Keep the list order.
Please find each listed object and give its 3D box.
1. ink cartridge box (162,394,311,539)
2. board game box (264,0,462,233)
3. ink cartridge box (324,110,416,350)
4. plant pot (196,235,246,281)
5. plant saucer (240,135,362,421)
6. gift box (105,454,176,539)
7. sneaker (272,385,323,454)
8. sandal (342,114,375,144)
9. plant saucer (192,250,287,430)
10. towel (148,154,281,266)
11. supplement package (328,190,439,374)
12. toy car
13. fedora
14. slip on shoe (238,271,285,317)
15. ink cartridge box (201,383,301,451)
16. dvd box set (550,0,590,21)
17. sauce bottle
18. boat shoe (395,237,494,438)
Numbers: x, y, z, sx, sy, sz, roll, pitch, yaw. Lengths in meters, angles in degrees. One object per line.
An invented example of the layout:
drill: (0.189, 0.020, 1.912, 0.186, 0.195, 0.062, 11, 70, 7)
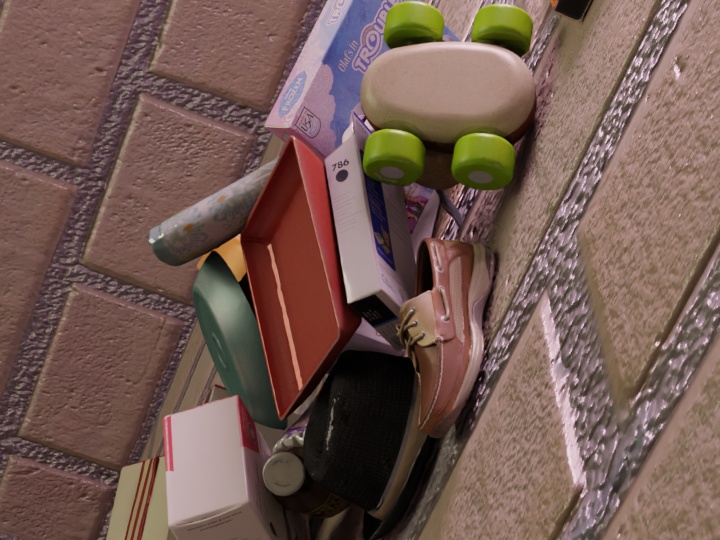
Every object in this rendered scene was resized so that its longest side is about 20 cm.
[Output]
ink cartridge box: (-0.112, 0.242, 1.678, 0.146, 0.085, 0.200, -100, -10, -49)
board game box: (0.021, -0.172, 1.734, 0.043, 0.199, 0.201, 7, 66, 48)
ink cartridge box: (0.012, -0.036, 1.566, 0.039, 0.099, 0.201, -22, 53, 19)
plant pot: (-0.055, -0.028, 1.990, 0.184, 0.200, 0.200, -58, 9, -2)
plant saucer: (-0.053, 0.009, 1.602, 0.200, 0.037, 0.200, 124, 137, -57)
gift box: (-0.159, 0.312, 1.864, 0.184, 0.199, 0.187, -26, 48, 59)
sneaker: (-0.022, 0.149, 1.775, 0.200, 0.080, 0.089, -49, 16, 53)
sandal: (0.008, -0.115, 1.661, 0.203, 0.050, 0.083, -54, -42, -31)
plant saucer: (-0.131, 0.078, 1.812, 0.200, 0.036, 0.201, 158, 90, -77)
towel: (-0.116, -0.071, 1.781, 0.171, 0.048, 0.200, -32, 1, 12)
supplement package: (0.000, 0.000, 1.819, 0.114, 0.109, 0.201, 126, 161, -59)
toy car: (0.089, -0.125, 1.616, 0.200, 0.157, 0.165, 69, -152, -63)
fedora: (0.006, 0.137, 1.564, 0.201, 0.091, 0.201, -160, 90, -80)
slip on shoe: (-0.094, 0.026, 1.785, 0.200, 0.061, 0.074, 158, 132, -76)
ink cartridge box: (-0.144, 0.244, 2.031, 0.083, 0.146, 0.200, -80, 14, -49)
dvd box set: (0.204, -0.324, 1.561, 0.200, 0.029, 0.147, -89, 21, -61)
sauce bottle: (-0.052, 0.200, 1.658, 0.200, 0.064, 0.065, 39, -111, -76)
boat shoe: (0.063, 0.053, 1.475, 0.076, 0.072, 0.200, 120, 166, -46)
